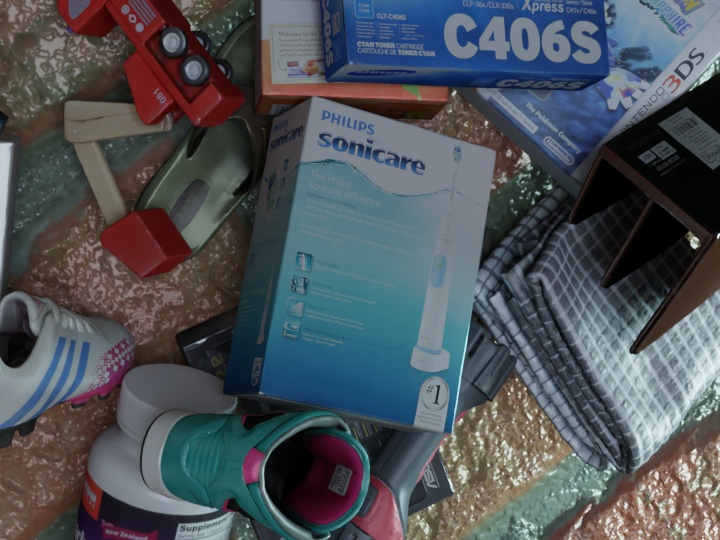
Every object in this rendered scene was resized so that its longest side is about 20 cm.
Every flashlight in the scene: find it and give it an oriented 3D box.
[{"bbox_3d":[0.044,0.136,0.989,0.068,0.068,0.201,38,83,-13],"label":"flashlight"}]

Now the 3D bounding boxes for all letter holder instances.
[{"bbox_3d":[0.243,-0.046,0.978,0.100,0.143,0.199,42,48,20],"label":"letter holder"}]

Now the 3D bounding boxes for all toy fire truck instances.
[{"bbox_3d":[-0.159,-0.113,0.925,0.141,0.049,0.201,-40,83,17],"label":"toy fire truck"}]

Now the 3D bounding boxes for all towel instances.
[{"bbox_3d":[0.197,0.032,1.029,0.165,0.085,0.201,-43,107,-26],"label":"towel"}]

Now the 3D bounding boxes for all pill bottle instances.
[{"bbox_3d":[-0.147,0.175,0.949,0.110,0.112,0.202,8,108,-16],"label":"pill bottle"}]

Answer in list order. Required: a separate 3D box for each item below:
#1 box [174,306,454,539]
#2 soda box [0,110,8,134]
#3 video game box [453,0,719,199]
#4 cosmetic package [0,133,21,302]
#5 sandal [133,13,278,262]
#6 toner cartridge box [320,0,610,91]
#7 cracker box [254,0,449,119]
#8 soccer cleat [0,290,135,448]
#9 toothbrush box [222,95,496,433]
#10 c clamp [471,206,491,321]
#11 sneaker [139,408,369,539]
[{"bbox_3d":[-0.033,0.112,1.019,0.157,0.048,0.202,-24,104,-10],"label":"box"},{"bbox_3d":[-0.297,-0.025,0.831,0.068,0.064,0.202,28,94,-13],"label":"soda box"},{"bbox_3d":[0.157,-0.182,0.988,0.200,0.047,0.182,42,85,6],"label":"video game box"},{"bbox_3d":[-0.296,0.002,0.912,0.106,0.085,0.203,4,99,-12],"label":"cosmetic package"},{"bbox_3d":[-0.094,-0.091,0.964,0.079,0.057,0.203,29,91,-18],"label":"sandal"},{"bbox_3d":[0.072,-0.176,0.898,0.197,0.043,0.096,-2,82,-22],"label":"toner cartridge box"},{"bbox_3d":[-0.008,-0.212,0.937,0.132,0.058,0.203,1,83,-10],"label":"cracker box"},{"bbox_3d":[-0.207,0.049,0.890,0.069,0.200,0.088,10,106,16],"label":"soccer cleat"},{"bbox_3d":[0.000,0.000,0.912,0.145,0.085,0.203,13,81,-22],"label":"toothbrush box"},{"bbox_3d":[0.034,-0.049,0.998,0.199,0.027,0.172,37,62,-25],"label":"c clamp"},{"bbox_3d":[-0.039,0.130,0.878,0.199,0.120,0.085,13,86,-58],"label":"sneaker"}]
